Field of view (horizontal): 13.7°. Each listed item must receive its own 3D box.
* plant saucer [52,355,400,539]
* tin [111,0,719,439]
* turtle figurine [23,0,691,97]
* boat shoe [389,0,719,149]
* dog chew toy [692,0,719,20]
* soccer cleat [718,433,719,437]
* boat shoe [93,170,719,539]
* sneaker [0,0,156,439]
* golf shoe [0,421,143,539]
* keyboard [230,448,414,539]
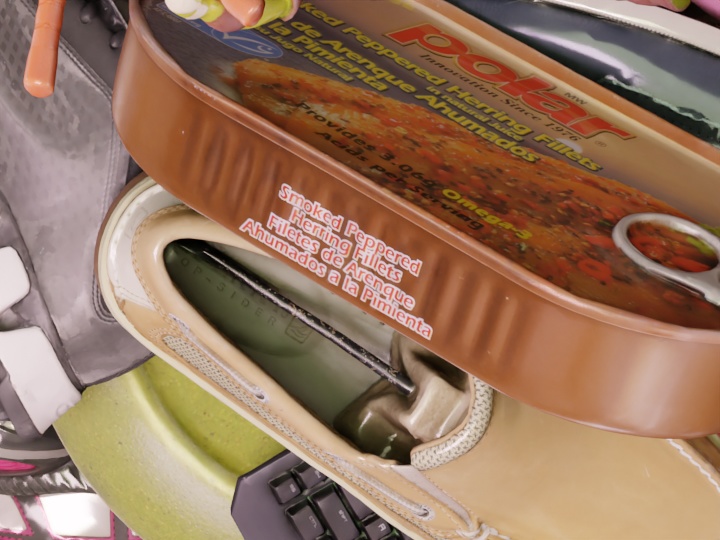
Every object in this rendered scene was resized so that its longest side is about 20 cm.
[{"bbox_3d":[0.000,0.000,0.875,0.198,0.031,0.202,1,82,-7],"label":"plant saucer"},{"bbox_3d":[0.026,-0.023,0.760,0.199,0.112,0.042,31,125,22],"label":"tin"},{"bbox_3d":[0.007,-0.097,0.755,0.160,0.201,0.065,5,133,21],"label":"turtle figurine"},{"bbox_3d":[0.092,-0.033,0.835,0.199,0.075,0.062,17,84,0],"label":"boat shoe"},{"bbox_3d":[0.081,-0.126,0.839,0.199,0.124,0.126,4,98,20],"label":"dog chew toy"},{"bbox_3d":[0.162,0.093,0.857,0.067,0.077,0.200,-41,72,-17],"label":"soccer cleat"},{"bbox_3d":[0.022,0.038,0.785,0.199,0.076,0.072,25,91,-14],"label":"boat shoe"},{"bbox_3d":[-0.093,-0.061,0.829,0.090,0.066,0.201,-22,89,-2],"label":"sneaker"},{"bbox_3d":[-0.068,0.071,0.927,0.199,0.077,0.088,25,134,-1],"label":"golf shoe"},{"bbox_3d":[0.060,0.111,0.863,0.127,0.021,0.201,-32,111,-3],"label":"keyboard"}]
